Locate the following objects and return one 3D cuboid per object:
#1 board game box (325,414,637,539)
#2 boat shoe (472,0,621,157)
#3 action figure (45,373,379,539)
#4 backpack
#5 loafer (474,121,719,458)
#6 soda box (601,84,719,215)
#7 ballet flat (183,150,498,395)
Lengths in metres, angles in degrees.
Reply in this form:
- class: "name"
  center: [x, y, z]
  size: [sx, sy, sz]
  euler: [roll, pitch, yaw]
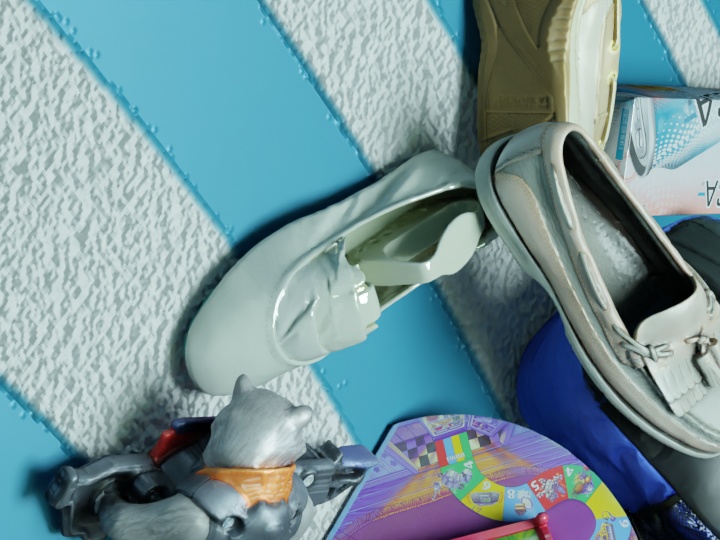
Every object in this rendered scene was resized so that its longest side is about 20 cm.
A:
- class: "board game box"
  center: [0.053, 0.168, 1.159]
  size: [0.200, 0.158, 0.039]
  euler: [-59, 172, -15]
- class: "boat shoe"
  center: [0.102, -0.138, 1.193]
  size: [0.069, 0.074, 0.200]
  euler: [-13, 112, -56]
- class: "action figure"
  center: [-0.049, 0.142, 1.084]
  size: [0.200, 0.105, 0.194]
  euler: [-10, 118, -41]
- class: "backpack"
  center: [0.183, 0.085, 1.267]
  size: [0.200, 0.168, 0.163]
  euler: [46, 62, -5]
- class: "loafer"
  center: [0.137, 0.011, 1.137]
  size: [0.200, 0.063, 0.072]
  euler: [50, 57, -9]
- class: "soda box"
  center: [0.188, -0.069, 1.300]
  size: [0.200, 0.064, 0.069]
  euler: [-3, 103, -46]
- class: "ballet flat"
  center: [0.000, 0.000, 1.121]
  size: [0.200, 0.069, 0.070]
  euler: [-35, 124, -35]
